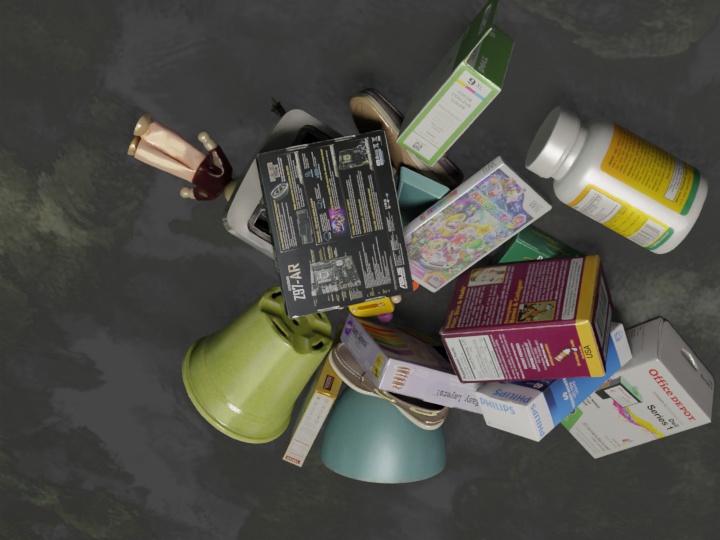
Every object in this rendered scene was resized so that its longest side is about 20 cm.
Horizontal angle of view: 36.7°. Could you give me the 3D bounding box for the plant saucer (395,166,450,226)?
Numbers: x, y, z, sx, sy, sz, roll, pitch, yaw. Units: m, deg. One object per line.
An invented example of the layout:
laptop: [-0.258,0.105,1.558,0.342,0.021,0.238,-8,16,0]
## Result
plant saucer: [0.071,-0.072,1.437,0.069,0.019,0.200,25,157,6]

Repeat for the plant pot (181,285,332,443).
plant pot: [-0.142,0.128,1.661,0.200,0.201,0.184,35,122,-13]

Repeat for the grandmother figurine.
grandmother figurine: [-0.226,-0.140,1.517,0.199,0.061,0.122,28,144,-3]

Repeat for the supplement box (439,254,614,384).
supplement box: [0.221,0.066,1.423,0.198,0.132,0.104,-5,130,25]

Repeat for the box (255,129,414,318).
box: [-0.031,-0.056,1.312,0.158,0.044,0.202,-12,94,-9]

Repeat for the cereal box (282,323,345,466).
cereal box: [-0.064,0.198,1.710,0.039,0.145,0.201,22,136,-2]

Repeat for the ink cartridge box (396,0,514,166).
ink cartridge box: [0.125,-0.225,1.268,0.059,0.104,0.200,31,134,-11]

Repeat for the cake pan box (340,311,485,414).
cake pan box: [0.088,0.133,1.536,0.198,0.184,0.053,17,104,-21]

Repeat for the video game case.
video game case: [0.134,-0.055,1.395,0.199,0.018,0.143,-37,143,18]

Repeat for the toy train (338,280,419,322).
toy train: [0.000,0.000,1.518,0.198,0.056,0.151,9,136,-2]

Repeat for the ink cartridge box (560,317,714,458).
ink cartridge box: [0.383,0.172,1.557,0.199,0.084,0.145,-27,118,37]

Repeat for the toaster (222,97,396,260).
toaster: [-0.071,-0.097,1.387,0.199,0.182,0.119,31,176,-8]

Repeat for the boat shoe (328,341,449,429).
boat shoe: [0.044,0.160,1.603,0.199,0.072,0.060,33,152,9]

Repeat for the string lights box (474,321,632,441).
string lights box: [0.261,0.140,1.463,0.102,0.199,0.059,10,129,54]

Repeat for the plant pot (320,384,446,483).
plant pot: [0.038,0.229,1.691,0.198,0.200,0.136,5,102,16]

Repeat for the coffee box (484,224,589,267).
coffee box: [0.225,0.030,1.513,0.122,0.044,0.201,26,136,-5]

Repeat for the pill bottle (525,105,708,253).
pill bottle: [0.303,-0.113,1.300,0.199,0.113,0.113,27,135,-6]

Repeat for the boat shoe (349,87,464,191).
boat shoe: [0.062,-0.163,1.379,0.200,0.065,0.072,47,159,-27]
